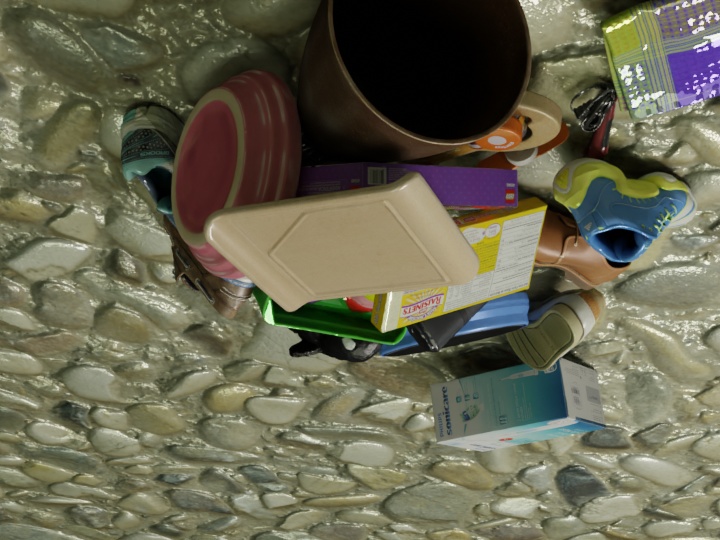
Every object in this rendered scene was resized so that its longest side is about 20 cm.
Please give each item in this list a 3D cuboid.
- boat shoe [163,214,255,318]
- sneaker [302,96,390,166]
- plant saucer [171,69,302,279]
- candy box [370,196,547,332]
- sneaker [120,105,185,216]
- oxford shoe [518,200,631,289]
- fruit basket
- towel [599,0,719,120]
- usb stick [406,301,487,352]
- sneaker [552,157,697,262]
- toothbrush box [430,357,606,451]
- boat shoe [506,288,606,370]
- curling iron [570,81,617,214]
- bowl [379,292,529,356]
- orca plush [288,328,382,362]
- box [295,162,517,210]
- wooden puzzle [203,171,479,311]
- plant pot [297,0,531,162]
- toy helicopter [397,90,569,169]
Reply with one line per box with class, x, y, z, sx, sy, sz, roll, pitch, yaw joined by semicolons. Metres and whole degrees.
boat shoe;-0.177;-0.014;1.240;0.071;0.200;0.073;16;105;-34
sneaker;-0.020;-0.126;1.173;0.197;0.073;0.082;-13;167;28
plant saucer;-0.127;-0.095;1.084;0.050;0.203;0.200;8;151;-34
candy box;0.101;-0.008;1.138;0.198;0.026;0.103;-15;130;-33
sneaker;-0.186;-0.086;1.216;0.077;0.087;0.199;-21;140;34
oxford shoe;0.228;-0.038;1.250;0.198;0.072;0.071;20;151;-40
fruit basket;0.000;0.000;1.209;0.212;0.158;0.216;18;-172;-3
towel;0.322;-0.204;1.012;0.197;0.023;0.144;-12;144;16
usb stick;0.124;0.012;1.238;0.056;0.200;0.033;50;152;-4
sneaker;0.283;-0.047;1.168;0.197;0.106;0.076;8;144;-32
toothbrush box;0.216;0.187;1.555;0.198;0.087;0.146;-15;160;29
boat shoe;0.245;0.071;1.409;0.068;0.075;0.200;-32;178;-18
curling iron;0.232;-0.121;1.158;0.049;0.026;0.201;-16;148;-6
bowl;0.110;0.068;1.375;0.197;0.040;0.201;-11;172;-2
orca plush;-0.070;0.066;1.360;0.199;0.071;0.106;34;158;17
box;0.035;-0.078;1.078;0.198;0.040;0.136;-1;-177;-39
wooden puzzle;-0.012;-0.026;0.999;0.197;0.038;0.185;-11;152;20
plant pot;0.021;-0.170;0.997;0.184;0.190;0.200;18;161;-19
toy helicopter;0.119;-0.134;1.137;0.131;0.080;0.199;20;156;-37
